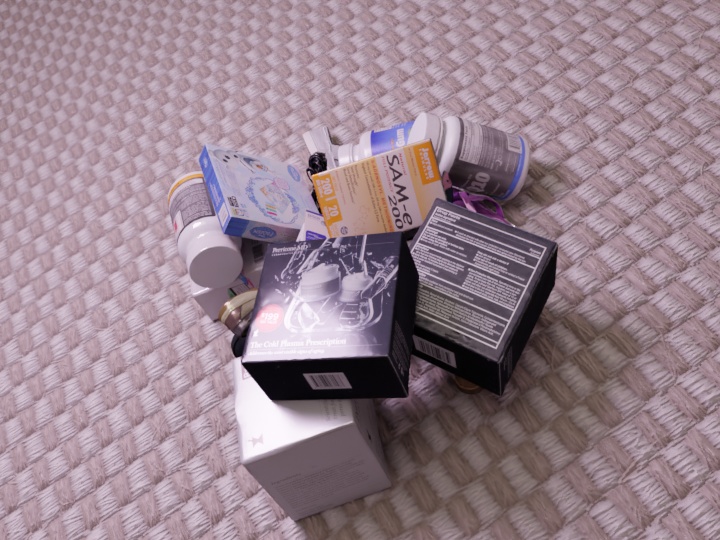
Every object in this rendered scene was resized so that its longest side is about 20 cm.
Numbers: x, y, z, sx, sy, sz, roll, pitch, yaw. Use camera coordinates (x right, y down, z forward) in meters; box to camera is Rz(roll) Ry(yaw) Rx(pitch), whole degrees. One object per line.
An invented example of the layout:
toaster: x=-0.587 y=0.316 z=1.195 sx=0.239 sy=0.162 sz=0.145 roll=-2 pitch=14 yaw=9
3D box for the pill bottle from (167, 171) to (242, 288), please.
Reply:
pill bottle: x=-0.271 y=-0.072 z=1.321 sx=0.114 sy=0.117 sz=0.202 roll=-24 pitch=47 yaw=0

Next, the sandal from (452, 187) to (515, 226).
sandal: x=0.210 y=-0.103 z=1.287 sx=0.201 sy=0.051 sz=0.082 roll=35 pitch=39 yaw=19

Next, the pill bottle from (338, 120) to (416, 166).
pill bottle: x=0.061 y=-0.215 z=1.423 sx=0.195 sy=0.113 sz=0.114 roll=-11 pitch=50 yaw=12

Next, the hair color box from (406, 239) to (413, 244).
hair color box: x=0.087 y=0.013 z=1.203 sx=0.195 sy=0.064 sz=0.113 roll=-14 pitch=75 yaw=-17

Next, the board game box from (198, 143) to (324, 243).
board game box: x=-0.173 y=-0.131 z=1.340 sx=0.044 sy=0.195 sz=0.202 roll=-56 pitch=42 yaw=32

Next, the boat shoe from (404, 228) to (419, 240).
boat shoe: x=0.097 y=-0.072 z=1.332 sx=0.074 sy=0.095 sz=0.198 roll=25 pitch=36 yaw=39

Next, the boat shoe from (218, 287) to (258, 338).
boat shoe: x=-0.136 y=0.056 z=1.225 sx=0.197 sy=0.074 sz=0.065 roll=-27 pitch=67 yaw=-32

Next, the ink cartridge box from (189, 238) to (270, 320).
ink cartridge box: x=-0.211 y=-0.017 z=1.389 sx=0.196 sy=0.085 sz=0.147 roll=-21 pitch=48 yaw=4

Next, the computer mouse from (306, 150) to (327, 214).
computer mouse: x=-0.012 y=-0.135 z=1.397 sx=0.198 sy=0.141 sz=0.053 roll=30 pitch=49 yaw=27

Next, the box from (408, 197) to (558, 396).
box: x=0.155 y=0.035 z=1.078 sx=0.197 sy=0.124 sz=0.201 roll=23 pitch=67 yaw=24

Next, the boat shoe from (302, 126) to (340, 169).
boat shoe: x=-0.058 y=-0.225 z=1.514 sx=0.067 sy=0.073 sz=0.201 roll=-26 pitch=39 yaw=-1

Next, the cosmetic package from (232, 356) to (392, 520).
cosmetic package: x=-0.068 y=0.219 z=1.070 sx=0.161 sy=0.202 sz=0.167 roll=-19 pitch=49 yaw=5

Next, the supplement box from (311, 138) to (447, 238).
supplement box: x=0.035 y=-0.120 z=1.193 sx=0.195 sy=0.129 sz=0.074 roll=-17 pitch=6 yaw=9

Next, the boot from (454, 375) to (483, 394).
boot: x=0.193 y=0.085 z=1.161 sx=0.072 sy=0.076 sz=0.203 roll=8 pitch=55 yaw=28

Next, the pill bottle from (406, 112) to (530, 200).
pill bottle: x=0.184 y=-0.200 z=1.305 sx=0.195 sy=0.115 sz=0.116 roll=13 pitch=50 yaw=-14

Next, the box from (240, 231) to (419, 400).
box: x=-0.033 y=0.060 z=0.975 sx=0.195 sy=0.105 sz=0.186 roll=-5 pitch=53 yaw=18

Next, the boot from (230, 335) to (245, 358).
boot: x=-0.106 y=0.139 z=1.230 sx=0.196 sy=0.077 sz=0.169 roll=-23 pitch=44 yaw=-6

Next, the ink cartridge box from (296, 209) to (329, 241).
ink cartridge box: x=-0.060 y=0.003 z=1.231 sx=0.097 sy=0.039 sz=0.204 roll=17 pitch=54 yaw=-20

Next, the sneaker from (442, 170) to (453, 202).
sneaker: x=0.059 y=-0.136 z=1.261 sx=0.194 sy=0.084 sz=0.071 roll=3 pitch=27 yaw=6
